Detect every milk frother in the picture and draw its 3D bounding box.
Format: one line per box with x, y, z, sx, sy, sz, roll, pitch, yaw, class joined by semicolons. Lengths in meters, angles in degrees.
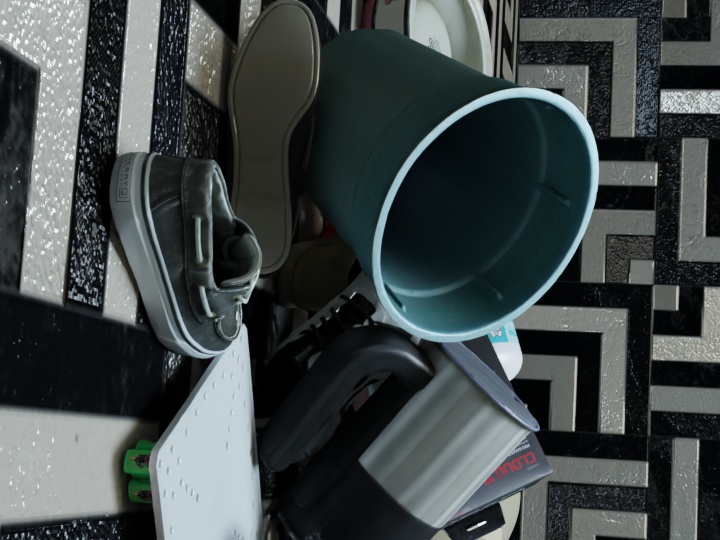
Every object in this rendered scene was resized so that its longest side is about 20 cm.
0.038;0.162;1.033;0.180;0.189;0.200;33;11;-47;milk frother

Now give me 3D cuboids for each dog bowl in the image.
0.070;-0.238;1.529;0.199;0.073;0.204;11;77;-59;dog bowl

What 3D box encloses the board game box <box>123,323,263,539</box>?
-0.108;0.166;0.948;0.200;0.025;0.203;-61;151;-65;board game box

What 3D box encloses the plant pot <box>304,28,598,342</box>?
0.043;-0.082;1.068;0.196;0.198;0.202;42;-32;45;plant pot

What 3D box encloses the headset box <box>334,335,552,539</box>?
0.062;0.138;1.212;0.202;0.147;0.075;66;-22;12;headset box

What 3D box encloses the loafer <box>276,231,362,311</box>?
0.000;0.000;1.234;0.199;0.067;0.077;-28;131;-56;loafer

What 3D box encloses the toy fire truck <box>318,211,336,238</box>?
-0.020;-0.089;1.288;0.141;0.048;0.203;-44;136;-73;toy fire truck

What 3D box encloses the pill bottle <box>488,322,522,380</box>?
0.108;0.060;1.496;0.111;0.109;0.203;53;21;-72;pill bottle

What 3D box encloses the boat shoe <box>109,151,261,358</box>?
-0.096;-0.001;0.866;0.201;0.070;0.073;72;23;-61;boat shoe

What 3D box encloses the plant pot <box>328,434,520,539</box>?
0.035;0.193;1.311;0.135;0.198;0.202;58;30;-33;plant pot

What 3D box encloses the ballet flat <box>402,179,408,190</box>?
0.035;-0.033;1.191;0.068;0.062;0.202;-55;-138;42;ballet flat

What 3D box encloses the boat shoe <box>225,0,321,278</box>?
-0.068;-0.096;1.030;0.057;0.066;0.203;161;-65;-85;boat shoe

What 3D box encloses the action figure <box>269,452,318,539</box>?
-0.024;0.257;1.196;0.119;0.101;0.203;-15;108;-66;action figure

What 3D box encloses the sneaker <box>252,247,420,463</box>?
-0.016;0.061;1.109;0.201;0.073;0.080;-53;149;-10;sneaker
